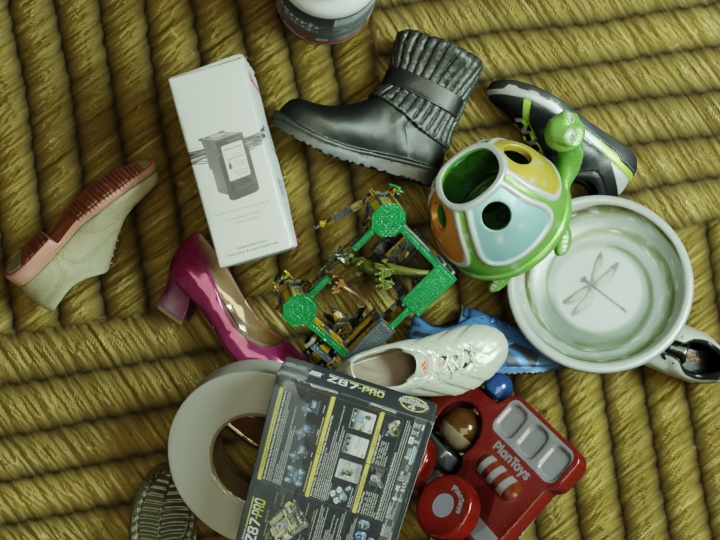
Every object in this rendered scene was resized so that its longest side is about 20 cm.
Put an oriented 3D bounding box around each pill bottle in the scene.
[{"bbox_3d":[-0.034,-0.311,1.156,0.115,0.200,0.117,0,89,-4],"label":"pill bottle"}]

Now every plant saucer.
[{"bbox_3d":[0.260,0.019,1.215,0.198,0.050,0.202,-3,71,9],"label":"plant saucer"}]

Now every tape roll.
[{"bbox_3d":[-0.102,0.193,1.161,0.201,0.037,0.205,3,108,9],"label":"tape roll"}]

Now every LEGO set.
[{"bbox_3d":[0.000,0.000,1.196,0.153,0.116,0.201,33,102,-23],"label":"LEGO set"}]

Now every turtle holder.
[{"bbox_3d":[0.157,-0.075,1.169,0.184,0.132,0.142,-16,57,24],"label":"turtle holder"}]

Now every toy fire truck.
[{"bbox_3d":[0.124,0.199,1.170,0.168,0.200,0.112,-47,134,2],"label":"toy fire truck"}]

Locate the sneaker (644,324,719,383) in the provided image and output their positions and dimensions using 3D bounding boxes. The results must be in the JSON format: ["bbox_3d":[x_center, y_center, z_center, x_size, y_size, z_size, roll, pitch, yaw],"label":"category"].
[{"bbox_3d":[0.324,0.074,1.243,0.198,0.080,0.074,17,91,-2],"label":"sneaker"}]

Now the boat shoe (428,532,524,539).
[{"bbox_3d":[0.144,0.273,1.233,0.075,0.068,0.200,39,89,-6],"label":"boat shoe"}]

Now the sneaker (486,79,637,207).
[{"bbox_3d":[0.217,-0.136,1.239,0.199,0.072,0.083,32,90,-3],"label":"sneaker"}]

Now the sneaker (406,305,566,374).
[{"bbox_3d":[0.151,0.077,1.236,0.198,0.066,0.079,-1,87,-4],"label":"sneaker"}]

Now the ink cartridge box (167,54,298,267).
[{"bbox_3d":[-0.130,-0.111,1.175,0.083,0.145,0.202,-16,91,0],"label":"ink cartridge box"}]

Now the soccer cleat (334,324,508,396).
[{"bbox_3d":[0.068,0.098,1.150,0.198,0.078,0.070,-12,75,-16],"label":"soccer cleat"}]

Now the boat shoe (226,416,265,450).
[{"bbox_3d":[-0.062,0.184,1.215,0.199,0.074,0.076,26,88,-4],"label":"boat shoe"}]

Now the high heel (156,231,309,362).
[{"bbox_3d":[-0.122,0.043,1.210,0.199,0.067,0.096,32,108,9],"label":"high heel"}]

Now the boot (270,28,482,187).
[{"bbox_3d":[0.018,-0.193,1.218,0.209,0.079,0.159,16,95,-15],"label":"boot"}]

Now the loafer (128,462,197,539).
[{"bbox_3d":[-0.217,0.312,1.210,0.075,0.067,0.202,7,74,-7],"label":"loafer"}]

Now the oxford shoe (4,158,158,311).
[{"bbox_3d":[-0.290,-0.041,1.214,0.200,0.071,0.074,-41,118,-4],"label":"oxford shoe"}]

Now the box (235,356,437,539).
[{"bbox_3d":[-0.026,0.204,1.105,0.160,0.049,0.202,16,110,3],"label":"box"}]
